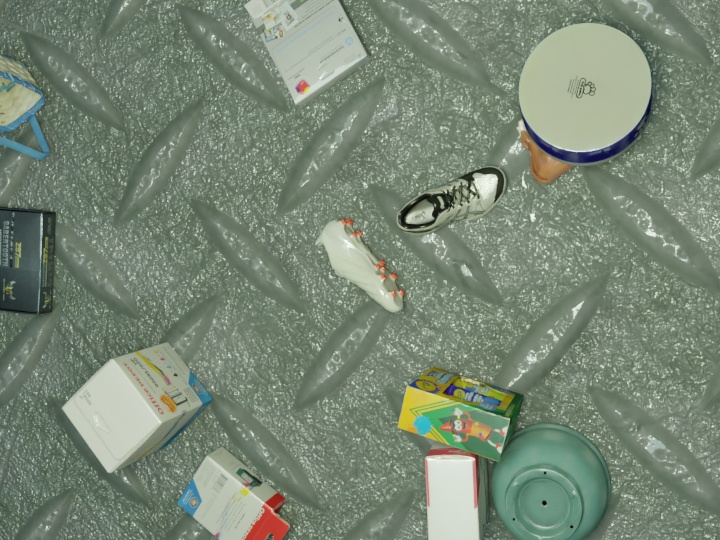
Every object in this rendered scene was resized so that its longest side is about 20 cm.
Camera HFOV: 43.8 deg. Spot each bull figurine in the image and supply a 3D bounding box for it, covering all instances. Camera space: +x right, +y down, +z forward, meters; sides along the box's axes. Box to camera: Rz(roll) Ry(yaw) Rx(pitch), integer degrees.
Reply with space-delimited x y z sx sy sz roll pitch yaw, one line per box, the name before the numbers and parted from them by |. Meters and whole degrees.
bull figurine | 0.349 -0.224 1.424 0.198 0.065 0.123 -31 77 11

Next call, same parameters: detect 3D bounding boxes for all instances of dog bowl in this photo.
dog bowl | 0.339 -0.265 1.357 0.197 0.079 0.204 -2 83 16

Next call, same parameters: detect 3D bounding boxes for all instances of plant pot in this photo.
plant pot | 0.299 0.359 1.439 0.197 0.134 0.204 1 93 17

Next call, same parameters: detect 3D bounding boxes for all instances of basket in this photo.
basket | -0.676 -0.309 1.682 0.139 0.176 0.202 -37 64 16

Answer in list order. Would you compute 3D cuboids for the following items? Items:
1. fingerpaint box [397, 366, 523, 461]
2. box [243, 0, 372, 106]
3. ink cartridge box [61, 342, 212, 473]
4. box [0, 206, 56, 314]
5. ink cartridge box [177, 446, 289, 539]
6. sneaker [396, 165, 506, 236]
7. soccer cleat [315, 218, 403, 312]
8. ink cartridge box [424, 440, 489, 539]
fingerpaint box | 0.165 0.223 1.437 0.165 0.200 0.075 16 97 16
box | -0.092 -0.415 1.560 0.155 0.041 0.202 -30 83 17
ink cartridge box | -0.396 0.241 1.610 0.145 0.200 0.148 -43 82 15
box | -0.680 -0.021 1.760 0.155 0.051 0.204 6 95 16
ink cartridge box | -0.220 0.435 1.637 0.199 0.067 0.117 37 103 12
sneaker | 0.150 -0.109 1.480 0.198 0.088 0.076 -28 84 15
soccer cleat | 0.000 0.000 1.547 0.077 0.069 0.201 -43 74 20
ink cartridge box | 0.159 0.346 1.447 0.081 0.200 0.149 -3 93 13
